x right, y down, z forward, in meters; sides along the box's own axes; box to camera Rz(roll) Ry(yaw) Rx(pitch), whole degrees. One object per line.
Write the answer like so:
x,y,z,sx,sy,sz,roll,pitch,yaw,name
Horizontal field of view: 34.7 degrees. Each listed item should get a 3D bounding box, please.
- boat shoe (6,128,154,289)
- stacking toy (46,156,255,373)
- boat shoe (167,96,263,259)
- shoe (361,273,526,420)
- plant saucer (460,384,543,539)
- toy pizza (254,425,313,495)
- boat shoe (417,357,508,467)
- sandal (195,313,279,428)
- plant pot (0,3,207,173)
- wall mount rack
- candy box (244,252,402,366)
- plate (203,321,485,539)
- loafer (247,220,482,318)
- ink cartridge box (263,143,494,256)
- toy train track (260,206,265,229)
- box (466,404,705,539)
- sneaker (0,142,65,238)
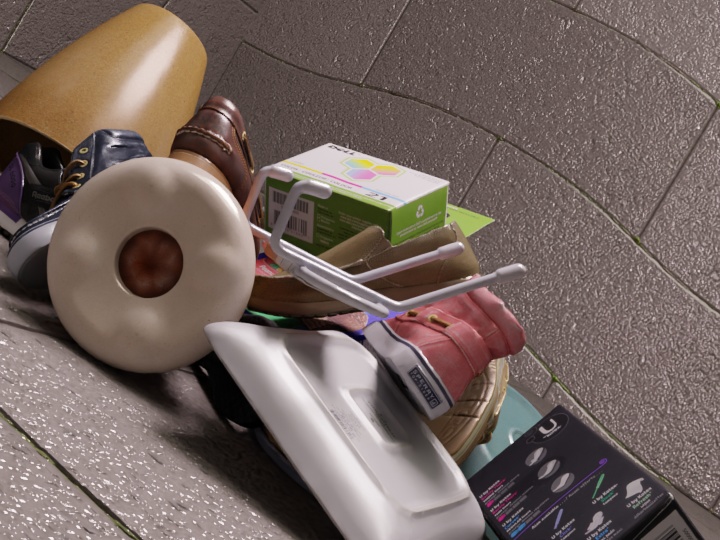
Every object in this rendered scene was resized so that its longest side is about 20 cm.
-0.217,-0.052,0.899,0.091,0.071,0.200,48,30,9,boat shoe
-0.139,0.006,0.864,0.145,0.147,0.200,32,-5,7,stacking toy
-0.107,-0.056,0.902,0.069,0.071,0.201,19,-26,5,boat shoe
0.062,0.054,0.862,0.072,0.090,0.200,56,-5,-6,shoe
0.137,0.168,1.034,0.199,0.036,0.201,37,30,-25,plant saucer
0.008,0.154,0.865,0.198,0.032,0.200,32,4,-2,toy pizza
0.088,0.109,0.949,0.073,0.067,0.201,-3,31,26,boat shoe
-0.087,0.069,0.892,0.045,0.076,0.200,32,0,-24,sandal
-0.239,-0.158,1.130,0.184,0.201,0.187,27,-24,13,plant pot
0.008,-0.012,0.805,0.172,0.075,0.200,25,2,-19,wall mount rack
-0.023,0.042,1.043,0.198,0.078,0.168,-13,33,-36,candy box
0.003,0.108,0.774,0.200,0.032,0.199,53,16,19,plate
0.000,0.000,0.930,0.196,0.069,0.076,-6,-3,-3,loafer
0.023,-0.071,1.105,0.146,0.077,0.199,20,31,31,ink cartridge box
-0.141,-0.026,1.075,0.199,0.116,0.032,-30,33,-35,toy train track
0.168,0.196,0.810,0.123,0.106,0.200,53,-3,-15,box
-0.235,-0.041,0.968,0.199,0.088,0.076,34,4,23,sneaker
